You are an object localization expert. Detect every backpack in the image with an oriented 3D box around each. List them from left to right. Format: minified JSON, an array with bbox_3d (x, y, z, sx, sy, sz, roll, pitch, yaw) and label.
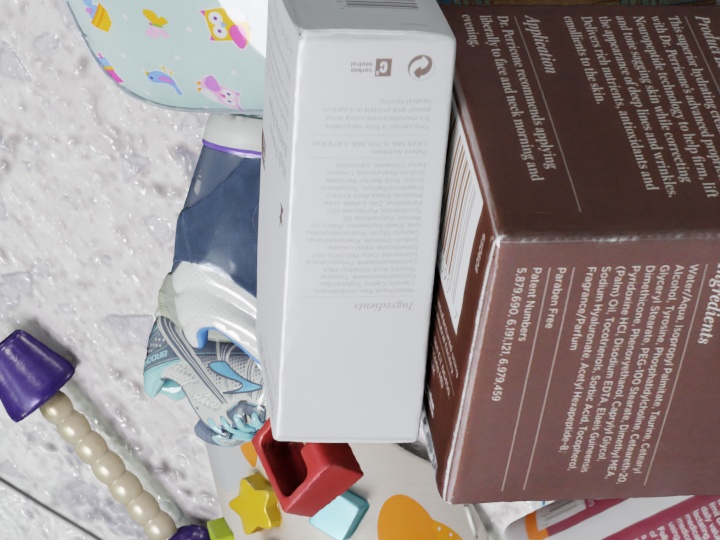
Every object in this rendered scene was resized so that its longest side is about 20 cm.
[{"bbox_3d":[-0.074,-0.169,1.036,0.199,0.153,0.176,5,130,43],"label":"backpack"}]

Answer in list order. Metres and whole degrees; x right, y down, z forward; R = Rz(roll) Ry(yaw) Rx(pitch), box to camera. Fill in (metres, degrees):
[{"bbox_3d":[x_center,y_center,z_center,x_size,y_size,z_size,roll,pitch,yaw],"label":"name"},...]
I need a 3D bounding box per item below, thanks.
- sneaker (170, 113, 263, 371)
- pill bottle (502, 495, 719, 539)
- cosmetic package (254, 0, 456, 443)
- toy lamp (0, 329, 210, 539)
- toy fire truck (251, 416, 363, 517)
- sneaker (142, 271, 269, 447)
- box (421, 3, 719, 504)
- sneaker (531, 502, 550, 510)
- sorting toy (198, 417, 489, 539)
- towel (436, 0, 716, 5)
[{"bbox_3d":[0.000,0.000,1.082,0.199,0.081,0.147,10,99,-8],"label":"sneaker"},{"bbox_3d":[0.184,0.141,1.049,0.199,0.114,0.115,-27,108,10],"label":"pill bottle"},{"bbox_3d":[-0.007,-0.032,0.922,0.074,0.102,0.201,1,117,-10],"label":"cosmetic package"},{"bbox_3d":[-0.184,0.127,1.416,0.200,0.058,0.058,52,137,-7],"label":"toy lamp"},{"bbox_3d":[0.055,0.057,1.079,0.200,0.141,0.049,-43,57,23],"label":"toy fire truck"},{"bbox_3d":[-0.053,0.071,1.227,0.199,0.077,0.087,22,90,42],"label":"sneaker"},{"bbox_3d":[0.128,-0.009,0.931,0.199,0.166,0.165,0,132,-10],"label":"box"},{"bbox_3d":[0.134,0.126,1.167,0.087,0.075,0.201,34,133,35],"label":"sneaker"},{"bbox_3d":[-0.044,0.135,1.307,0.199,0.107,0.181,-22,88,45],"label":"sorting toy"},{"bbox_3d":[0.070,-0.128,0.958,0.199,0.022,0.147,-14,123,-4],"label":"towel"}]
